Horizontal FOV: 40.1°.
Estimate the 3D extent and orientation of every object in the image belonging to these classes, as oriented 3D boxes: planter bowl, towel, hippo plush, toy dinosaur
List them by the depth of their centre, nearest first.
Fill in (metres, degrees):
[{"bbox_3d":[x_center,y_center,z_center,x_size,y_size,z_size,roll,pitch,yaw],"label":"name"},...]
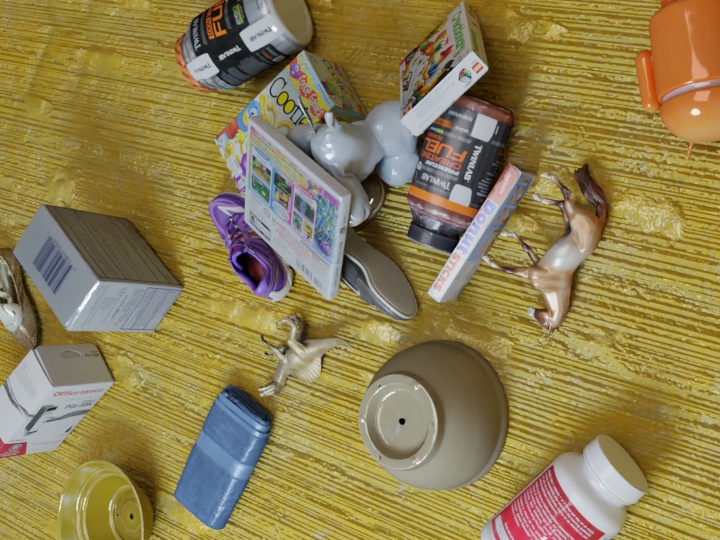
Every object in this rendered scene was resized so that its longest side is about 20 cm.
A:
[{"bbox_3d":[0.079,0.194,1.296,0.197,0.134,0.205,-2,87,31],"label":"planter bowl"},{"bbox_3d":[-0.002,-0.175,1.340,0.159,0.159,0.203,36,147,47],"label":"hippo plush"},{"bbox_3d":[-0.086,0.115,1.463,0.199,0.058,0.102,-35,84,34],"label":"toy dinosaur"},{"bbox_3d":[-0.209,0.290,1.524,0.111,0.048,0.203,34,104,29],"label":"towel"},{"bbox_3d":[-0.400,0.409,1.616,0.197,0.083,0.205,-2,87,32],"label":"planter bowl"}]

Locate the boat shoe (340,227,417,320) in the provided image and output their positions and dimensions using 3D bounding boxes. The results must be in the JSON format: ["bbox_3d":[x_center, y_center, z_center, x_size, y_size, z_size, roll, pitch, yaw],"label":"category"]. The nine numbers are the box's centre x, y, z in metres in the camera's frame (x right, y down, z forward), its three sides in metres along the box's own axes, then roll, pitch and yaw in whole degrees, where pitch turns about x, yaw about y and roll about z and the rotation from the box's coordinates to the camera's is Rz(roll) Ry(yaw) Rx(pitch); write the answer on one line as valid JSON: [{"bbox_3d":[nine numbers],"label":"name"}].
[{"bbox_3d":[0.000,0.000,1.392,0.200,0.067,0.057,46,138,7],"label":"boat shoe"}]

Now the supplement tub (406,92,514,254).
[{"bbox_3d":[0.125,-0.128,1.302,0.106,0.106,0.204,23,99,31],"label":"supplement tub"}]

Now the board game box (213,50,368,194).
[{"bbox_3d":[-0.102,-0.209,1.452,0.199,0.102,0.106,-39,68,24],"label":"board game box"}]

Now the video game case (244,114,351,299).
[{"bbox_3d":[-0.091,-0.085,1.345,0.200,0.023,0.184,42,142,30],"label":"video game case"}]

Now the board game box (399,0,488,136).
[{"bbox_3d":[0.105,-0.268,1.290,0.126,0.034,0.201,-41,23,23],"label":"board game box"}]

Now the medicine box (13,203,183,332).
[{"bbox_3d":[-0.418,0.001,1.583,0.182,0.199,0.103,47,108,25],"label":"medicine box"}]

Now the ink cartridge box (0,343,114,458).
[{"bbox_3d":[-0.538,0.223,1.677,0.200,0.146,0.083,-46,67,22],"label":"ink cartridge box"}]

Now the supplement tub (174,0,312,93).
[{"bbox_3d":[-0.181,-0.355,1.499,0.197,0.122,0.125,-23,76,29],"label":"supplement tub"}]

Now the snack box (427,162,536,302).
[{"bbox_3d":[0.160,-0.047,1.294,0.024,0.072,0.202,37,106,21],"label":"snack box"}]

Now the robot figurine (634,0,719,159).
[{"bbox_3d":[0.394,-0.237,1.135,0.141,0.117,0.205,-6,82,10],"label":"robot figurine"}]

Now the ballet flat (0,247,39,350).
[{"bbox_3d":[-0.644,0.053,1.802,0.070,0.065,0.203,-32,71,26],"label":"ballet flat"}]

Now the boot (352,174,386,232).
[{"bbox_3d":[-0.053,-0.084,1.431,0.197,0.075,0.075,-23,73,28],"label":"boot"}]

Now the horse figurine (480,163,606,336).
[{"bbox_3d":[0.249,-0.036,1.248,0.132,0.050,0.201,39,101,15],"label":"horse figurine"}]

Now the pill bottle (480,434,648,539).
[{"bbox_3d":[0.248,0.296,1.196,0.200,0.112,0.113,-48,65,21],"label":"pill bottle"}]

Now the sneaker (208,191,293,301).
[{"bbox_3d":[-0.175,-0.043,1.501,0.081,0.083,0.201,-47,64,21],"label":"sneaker"}]
